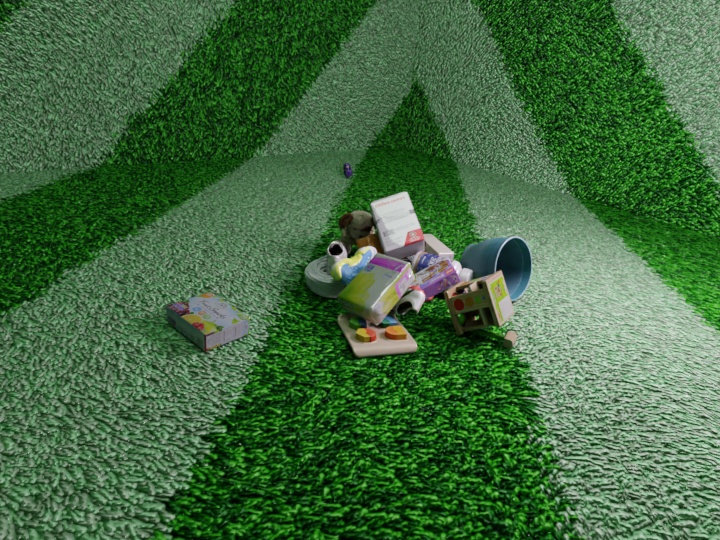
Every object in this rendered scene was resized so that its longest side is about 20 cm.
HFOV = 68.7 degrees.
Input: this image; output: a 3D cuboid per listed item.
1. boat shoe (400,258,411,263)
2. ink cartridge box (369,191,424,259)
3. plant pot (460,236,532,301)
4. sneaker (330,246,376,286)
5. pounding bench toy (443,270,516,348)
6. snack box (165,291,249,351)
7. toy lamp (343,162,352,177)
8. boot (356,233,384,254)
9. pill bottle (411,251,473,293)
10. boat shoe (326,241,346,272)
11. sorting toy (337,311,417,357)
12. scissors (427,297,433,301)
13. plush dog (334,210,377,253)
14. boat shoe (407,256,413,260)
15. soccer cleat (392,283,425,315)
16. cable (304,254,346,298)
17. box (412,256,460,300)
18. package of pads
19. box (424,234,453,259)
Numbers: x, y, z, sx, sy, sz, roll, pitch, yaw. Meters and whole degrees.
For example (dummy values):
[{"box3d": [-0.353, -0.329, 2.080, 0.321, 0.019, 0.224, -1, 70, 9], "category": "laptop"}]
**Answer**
[{"box3d": [0.089, 0.009, 1.718, 0.197, 0.065, 0.074, -32, 79, -36], "category": "boat shoe"}, {"box3d": [0.125, -0.149, 1.804, 0.139, 0.084, 0.206, -16, 63, -1], "category": "ink cartridge box"}, {"box3d": [0.439, -0.016, 1.759, 0.195, 0.209, 0.185, -11, 13, -35], "category": "plant pot"}, {"box3d": [0.000, 0.000, 1.623, 0.197, 0.077, 0.105, -28, 62, -38], "category": "sneaker"}, {"box3d": [0.339, 0.130, 1.487, 0.153, 0.207, 0.123, -18, 2, 38], "category": "pounding bench toy"}, {"box3d": [-0.404, 0.130, 1.394, 0.196, 0.055, 0.140, 24, 28, 37], "category": "snack box"}, {"box3d": [-0.078, -0.607, 3.198, 0.056, 0.061, 0.201, 2, 20, -6], "category": "toy lamp"}, {"box3d": [0.087, -0.062, 1.845, 0.193, 0.071, 0.149, -5, 66, -12], "category": "boot"}, {"box3d": [0.268, 0.014, 1.738, 0.194, 0.115, 0.110, 17, 25, 26], "category": "pill bottle"}, {"box3d": [-0.081, -0.060, 1.709, 0.069, 0.068, 0.201, 7, 24, 2], "category": "boat shoe"}, {"box3d": [0.042, 0.163, 1.437, 0.178, 0.038, 0.201, -2, 24, -17], "category": "sorting toy"}, {"box3d": [0.184, 0.099, 1.648, 0.070, 0.014, 0.200, 11, 23, 14], "category": "scissors"}, {"box3d": [-0.003, -0.157, 1.942, 0.192, 0.173, 0.166, 2, 65, -11], "category": "plush dog"}, {"box3d": [0.187, -0.077, 1.916, 0.061, 0.073, 0.200, -34, -8, 7], "category": "boat shoe"}, {"box3d": [0.099, 0.088, 1.535, 0.194, 0.069, 0.087, -3, 53, 37], "category": "soccer cleat"}, {"box3d": [-0.086, 0.021, 1.701, 0.196, 0.072, 0.197, -17, 33, -41], "category": "cable"}, {"box3d": [0.203, 0.040, 1.621, 0.195, 0.040, 0.138, -29, 18, 9], "category": "box"}, {"box3d": [0.049, 0.049, 1.494, 0.152, 0.069, 0.200, 18, 56, 45], "category": "package of pads"}, {"box3d": [0.272, -0.064, 1.967, 0.066, 0.085, 0.200, -2, 22, -18], "category": "box"}]
